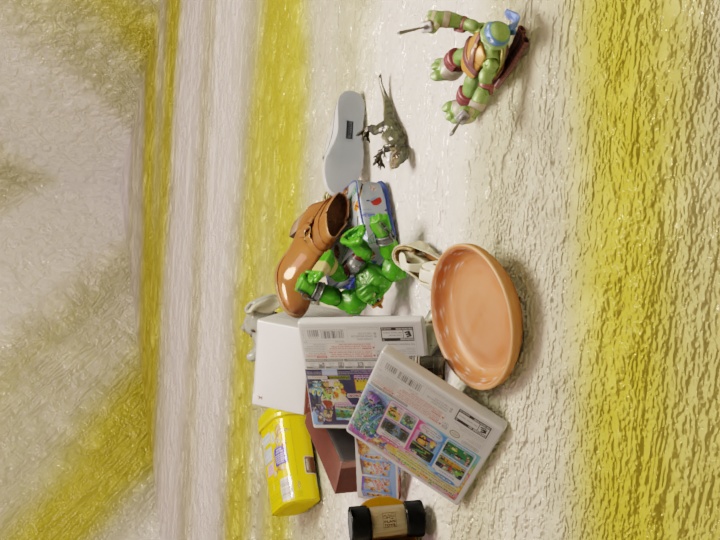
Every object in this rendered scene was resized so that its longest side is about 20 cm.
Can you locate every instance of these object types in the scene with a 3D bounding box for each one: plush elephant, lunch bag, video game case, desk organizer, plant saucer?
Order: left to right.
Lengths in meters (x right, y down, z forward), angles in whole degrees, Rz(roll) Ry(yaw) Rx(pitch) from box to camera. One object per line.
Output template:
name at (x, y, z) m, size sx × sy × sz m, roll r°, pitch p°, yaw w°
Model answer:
plush elephant at (-0.166, 0.124, 2.051) m, size 0.165 × 0.153 × 0.202 m, roll 91°, pitch 177°, yaw -66°
desk organizer at (-0.039, 0.306, 1.876) m, size 0.200 × 0.071 × 0.078 m, roll -121°, pitch 36°, yaw -52°
lunch bag at (-0.007, -0.055, 1.815) m, size 0.200 × 0.075 × 0.162 m, roll 131°, pitch 133°, yaw -56°
video game case at (0.010, 0.158, 1.589) m, size 0.023 × 0.198 × 0.184 m, roll -53°, pitch -41°, yaw -65°
video game case at (0.089, 0.221, 1.468) m, size 0.199 × 0.024 × 0.183 m, roll 32°, pitch 131°, yaw 11°
plant saucer at (0.162, 0.061, 1.414) m, size 0.200 × 0.037 × 0.202 m, roll 32°, pitch 127°, yaw 56°

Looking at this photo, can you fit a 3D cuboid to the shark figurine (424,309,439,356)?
shark figurine at (0.055, 0.116, 1.625) m, size 0.129 × 0.212 × 0.090 m, roll 69°, pitch -154°, yaw -21°

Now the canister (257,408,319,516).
canister at (-0.146, 0.386, 2.109) m, size 0.149 × 0.086 × 0.202 m, roll 131°, pitch 134°, yaw -57°

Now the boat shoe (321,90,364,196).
boat shoe at (-0.038, -0.221, 1.887) m, size 0.086 × 0.074 × 0.204 m, roll 134°, pitch 142°, yaw -68°

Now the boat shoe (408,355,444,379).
boat shoe at (0.110, 0.209, 1.515) m, size 0.071 × 0.063 × 0.202 m, roll -83°, pitch -15°, yaw -53°

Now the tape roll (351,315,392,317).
tape roll at (0.022, 0.177, 1.743) m, size 0.200 × 0.065 × 0.203 m, roll -179°, pitch 90°, yaw -67°

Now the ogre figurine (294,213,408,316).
ogre figurine at (0.000, 0.000, 1.682) m, size 0.200 × 0.120 × 0.098 m, roll -48°, pitch 24°, yaw 8°

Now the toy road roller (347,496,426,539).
toy road roller at (0.043, 0.456, 1.619) m, size 0.146 × 0.121 × 0.202 m, roll 108°, pitch 156°, yaw -67°

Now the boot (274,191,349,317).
boot at (-0.080, -0.030, 1.769) m, size 0.154 × 0.073 × 0.202 m, roll -29°, pitch 52°, yaw 55°

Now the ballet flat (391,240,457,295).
ballet flat at (0.104, 0.004, 1.558) m, size 0.200 × 0.062 × 0.068 m, roll -146°, pitch 60°, yaw -63°

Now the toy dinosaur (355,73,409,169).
toy dinosaur at (0.039, -0.230, 1.750) m, size 0.088 × 0.047 × 0.202 m, roll -46°, pitch 45°, yaw 38°

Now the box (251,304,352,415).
box at (-0.096, 0.154, 1.835) m, size 0.105 × 0.200 × 0.154 m, roll 9°, pitch 100°, yaw 23°

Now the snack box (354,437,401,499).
snack box at (0.027, 0.282, 1.664) m, size 0.024 × 0.071 × 0.202 m, roll -60°, pitch -29°, yaw -61°

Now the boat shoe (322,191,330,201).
boat shoe at (-0.062, -0.104, 1.959) m, size 0.201 × 0.062 × 0.074 m, roll 130°, pitch 136°, yaw -56°

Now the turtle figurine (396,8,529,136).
turtle figurine at (0.119, -0.269, 1.400) m, size 0.200 × 0.144 × 0.194 m, roll -49°, pitch -3°, yaw -12°
